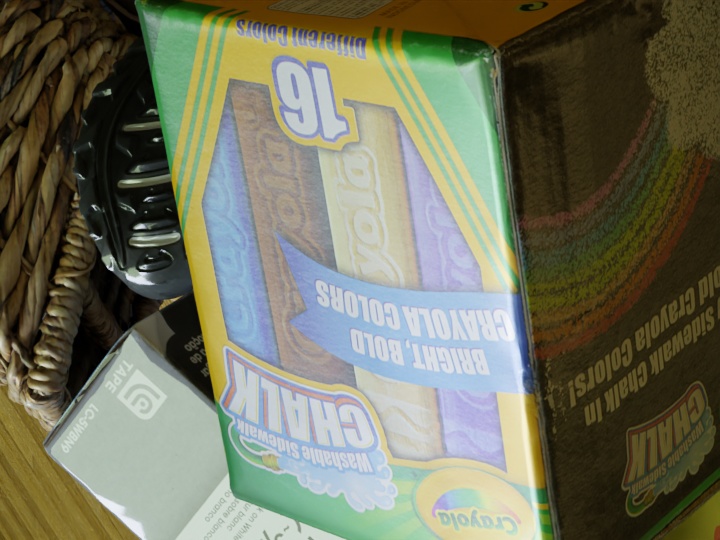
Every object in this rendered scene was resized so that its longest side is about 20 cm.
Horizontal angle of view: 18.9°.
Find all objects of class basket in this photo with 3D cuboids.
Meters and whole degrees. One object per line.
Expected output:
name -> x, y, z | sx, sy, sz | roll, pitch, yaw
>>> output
basket -> -0.117, -0.022, 0.897 | 0.149, 0.143, 0.200 | 44, 169, 11

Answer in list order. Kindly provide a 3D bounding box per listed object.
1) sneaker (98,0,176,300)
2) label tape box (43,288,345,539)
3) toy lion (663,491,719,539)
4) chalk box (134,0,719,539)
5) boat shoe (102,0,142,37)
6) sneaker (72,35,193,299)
sneaker -> -0.139, -0.071, 1.131 | 0.200, 0.075, 0.088 | 65, 162, -15
label tape box -> 0.016, 0.082, 0.707 | 0.200, 0.144, 0.063 | 42, 117, 6
toy lion -> 0.143, 0.101, 0.646 | 0.200, 0.069, 0.192 | -24, 79, 59
chalk box -> 0.038, 0.005, 0.597 | 0.124, 0.124, 0.200 | 15, 124, 39
boat shoe -> -0.118, -0.168, 0.930 | 0.200, 0.067, 0.057 | 50, 167, 7
sneaker -> -0.052, -0.065, 0.804 | 0.079, 0.074, 0.200 | 66, -156, -44
